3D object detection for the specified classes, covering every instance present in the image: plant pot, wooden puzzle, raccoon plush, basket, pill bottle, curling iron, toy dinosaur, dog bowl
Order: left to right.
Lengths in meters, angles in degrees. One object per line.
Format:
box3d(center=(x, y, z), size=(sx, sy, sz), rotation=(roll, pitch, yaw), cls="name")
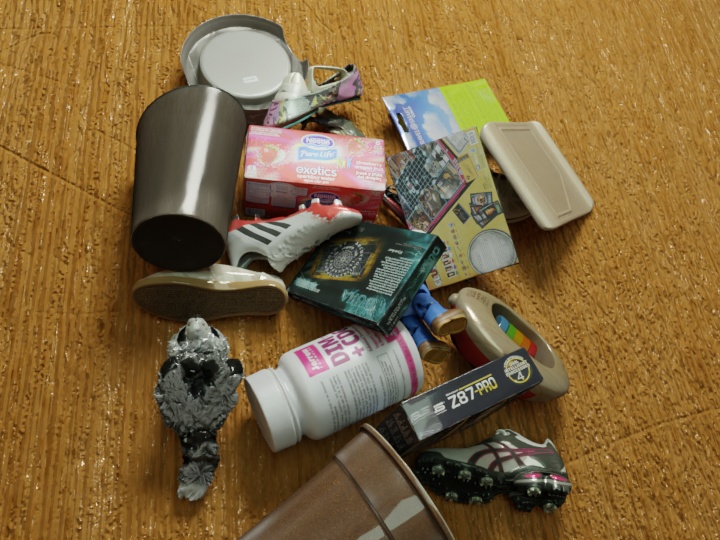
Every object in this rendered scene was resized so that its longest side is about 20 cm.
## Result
box3d(center=(-0.226, -0.112, 0.810), size=(0.136, 0.180, 0.200), rotation=(27, 42, -37), cls="basket")
box3d(center=(-0.211, 0.156, 0.765), size=(0.097, 0.134, 0.201), rotation=(17, 93, -19), cls="raccoon plush")
box3d(center=(-0.184, -0.318, 1.005), size=(0.199, 0.059, 0.201), rotation=(4, 63, -8), cls="dog bowl")
box3d(center=(-0.046, -0.224, 0.996), size=(0.088, 0.048, 0.200), rotation=(-32, 69, -27), cls="toy dinosaur")
box3d(center=(-0.033, 0.137, 0.771), size=(0.200, 0.113, 0.114), rotation=(-22, 69, -20), cls="pill bottle")
box3d(center=(-0.021, 0.303, 0.657), size=(0.198, 0.200, 0.200), rotation=(-32, 73, -15), cls="plant pot")
box3d(center=(0.102, -0.059, 0.948), size=(0.050, 0.026, 0.200), rotation=(-35, 75, -21), cls="curling iron")
box3d(center=(0.277, -0.152, 0.982), size=(0.200, 0.037, 0.185), rotation=(-21, 76, -50), cls="wooden puzzle")

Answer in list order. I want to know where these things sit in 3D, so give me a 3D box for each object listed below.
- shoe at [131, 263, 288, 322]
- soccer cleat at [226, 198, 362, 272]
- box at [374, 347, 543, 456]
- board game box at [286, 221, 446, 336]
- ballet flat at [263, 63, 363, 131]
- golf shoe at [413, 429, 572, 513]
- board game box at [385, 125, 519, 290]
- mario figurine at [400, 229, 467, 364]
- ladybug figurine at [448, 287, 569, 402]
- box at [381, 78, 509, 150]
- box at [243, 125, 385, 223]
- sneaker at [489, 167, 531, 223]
box3d(center=(-0.197, 0.027, 0.829), size=(0.199, 0.070, 0.053), rotation=(2, 35, -9), cls="shoe")
box3d(center=(-0.092, -0.042, 0.855), size=(0.199, 0.069, 0.085), rotation=(-8, 74, 13), cls="soccer cleat")
box3d(center=(0.101, 0.168, 0.734), size=(0.161, 0.200, 0.049), rotation=(-22, 71, -19), cls="box")
box3d(center=(0.000, 0.000, 0.811), size=(0.028, 0.200, 0.135), rotation=(47, 70, -36), cls="board game box")
box3d(center=(-0.075, -0.270, 0.947), size=(0.069, 0.071, 0.200), rotation=(14, 36, 44), cls="ballet flat")
box3d(center=(0.163, 0.246, 0.790), size=(0.199, 0.077, 0.088), rotation=(12, 42, -8), cls="golf shoe")
box3d(center=(0.130, -0.086, 0.890), size=(0.135, 0.035, 0.201), rotation=(-17, 92, 10), cls="board game box")
box3d(center=(0.074, 0.029, 0.851), size=(0.123, 0.106, 0.200), rotation=(-38, 50, 2), cls="mario figurine")
box3d(center=(0.190, 0.104, 0.839), size=(0.200, 0.072, 0.136), rotation=(42, 26, -2), cls="ladybug figurine")
box3d(center=(0.141, -0.247, 1.040), size=(0.199, 0.048, 0.122), rotation=(-16, 67, -19), cls="box")
box3d(center=(-0.068, -0.136, 0.912), size=(0.199, 0.100, 0.096), rotation=(4, 63, -9), cls="box")
box3d(center=(0.192, -0.132, 0.953), size=(0.200, 0.115, 0.076), rotation=(7, 62, -8), cls="sneaker")
